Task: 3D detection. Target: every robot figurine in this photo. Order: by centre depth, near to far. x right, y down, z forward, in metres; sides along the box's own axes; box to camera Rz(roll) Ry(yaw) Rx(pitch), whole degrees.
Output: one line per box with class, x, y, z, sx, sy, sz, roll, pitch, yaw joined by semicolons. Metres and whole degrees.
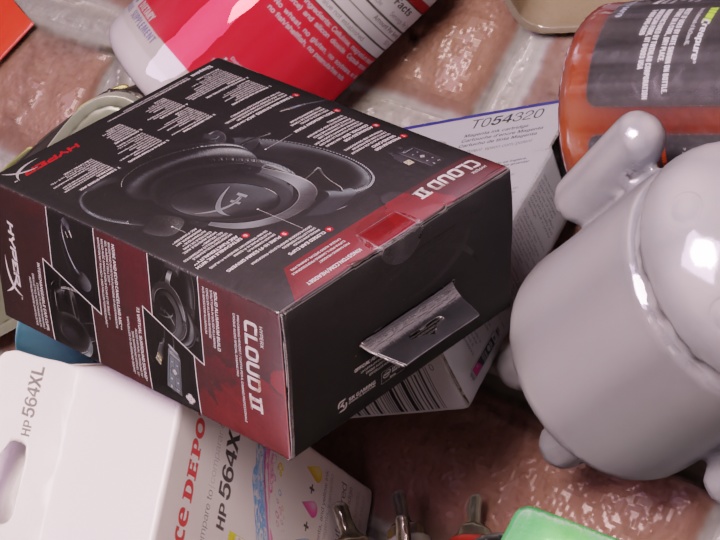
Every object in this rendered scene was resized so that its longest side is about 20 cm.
robot figurine;0.141;0.017;1.005;0.170;0.113;0.200;59;141;7

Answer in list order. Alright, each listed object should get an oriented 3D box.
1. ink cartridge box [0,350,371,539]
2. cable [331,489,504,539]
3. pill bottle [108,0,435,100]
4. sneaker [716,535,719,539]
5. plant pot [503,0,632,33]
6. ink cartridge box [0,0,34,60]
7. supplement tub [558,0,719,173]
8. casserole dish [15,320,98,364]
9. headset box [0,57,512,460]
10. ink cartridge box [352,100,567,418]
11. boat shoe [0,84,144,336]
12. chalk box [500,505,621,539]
ink cartridge box;-0.102;0.128;1.081;0.124;0.200;0.129;-4;65;30
cable;0.037;0.197;1.076;0.096;0.050;0.202;-4;76;6
pill bottle;-0.028;-0.154;1.232;0.200;0.112;0.112;-43;51;7
sneaker;0.192;0.176;0.962;0.074;0.118;0.201;-45;14;37
plant pot;0.152;-0.248;1.125;0.199;0.200;0.178;1;55;33
ink cartridge box;-0.292;-0.177;1.453;0.109;0.050;0.200;-46;50;5
supplement tub;0.196;-0.071;1.050;0.199;0.107;0.108;3;69;34
casserole dish;-0.120;0.014;1.173;0.039;0.200;0.122;21;73;11
headset box;-0.040;-0.009;1.019;0.199;0.078;0.149;24;41;34
ink cartridge box;0.000;0.000;1.153;0.195;0.043;0.200;-8;32;35
boat shoe;-0.176;-0.028;1.301;0.201;0.061;0.072;-39;96;21
chalk box;0.055;0.198;0.974;0.124;0.124;0.201;19;82;22
